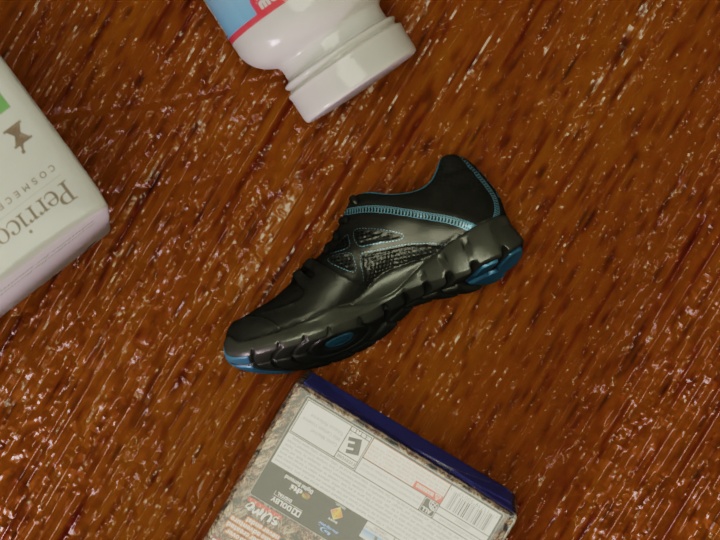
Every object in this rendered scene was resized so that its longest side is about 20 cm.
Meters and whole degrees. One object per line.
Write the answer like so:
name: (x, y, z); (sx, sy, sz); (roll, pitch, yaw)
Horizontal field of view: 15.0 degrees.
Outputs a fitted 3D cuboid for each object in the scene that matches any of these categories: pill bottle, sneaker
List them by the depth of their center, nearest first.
pill bottle: (-0.053, -0.197, 1.677); (0.108, 0.109, 0.201); (-33, 90, 4)
sneaker: (0.000, 0.000, 1.712); (0.199, 0.073, 0.082); (-25, 75, -2)

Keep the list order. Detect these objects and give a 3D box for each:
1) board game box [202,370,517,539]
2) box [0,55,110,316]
board game box: (-0.019, 0.190, 1.698); (0.159, 0.097, 0.201); (31, 94, 1)
box: (-0.276, -0.038, 1.640); (0.199, 0.200, 0.172); (-38, 91, -6)
